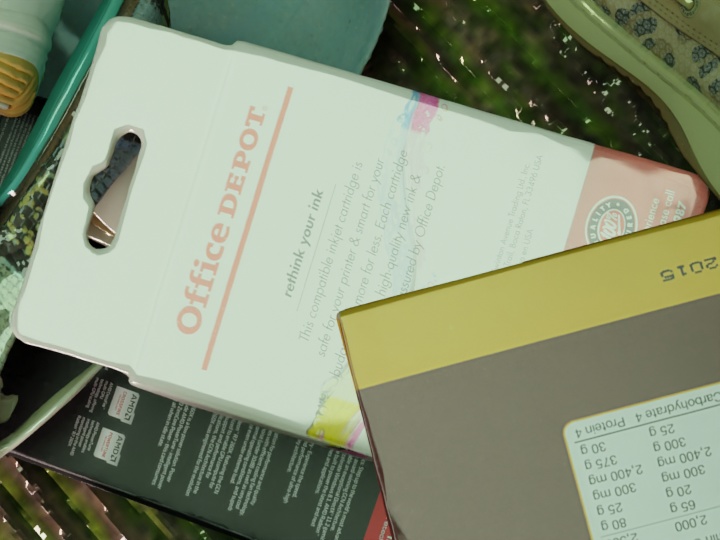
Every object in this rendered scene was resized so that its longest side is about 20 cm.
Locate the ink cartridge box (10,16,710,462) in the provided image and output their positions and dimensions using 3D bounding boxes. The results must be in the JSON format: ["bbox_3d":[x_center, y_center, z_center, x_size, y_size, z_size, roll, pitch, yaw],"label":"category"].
[{"bbox_3d":[0.000,0.000,0.842,0.200,0.067,0.117,17,86,4],"label":"ink cartridge box"}]

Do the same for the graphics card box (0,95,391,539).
[{"bbox_3d":[-0.050,0.026,0.913,0.200,0.051,0.126,18,86,12],"label":"graphics card box"}]

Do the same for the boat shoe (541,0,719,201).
[{"bbox_3d":[0.116,-0.080,0.830,0.063,0.073,0.200,-53,57,25],"label":"boat shoe"}]

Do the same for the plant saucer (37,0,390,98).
[{"bbox_3d":[-0.076,-0.130,0.947,0.201,0.039,0.201,6,107,18],"label":"plant saucer"}]

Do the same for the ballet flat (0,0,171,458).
[{"bbox_3d":[-0.103,-0.004,0.877,0.074,0.074,0.200,33,91,20],"label":"ballet flat"}]

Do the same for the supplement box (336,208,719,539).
[{"bbox_3d":[0.090,0.102,0.688,0.133,0.197,0.200,-15,80,3],"label":"supplement box"}]

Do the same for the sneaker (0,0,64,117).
[{"bbox_3d":[-0.172,-0.118,0.931,0.200,0.076,0.088,20,88,37],"label":"sneaker"}]
